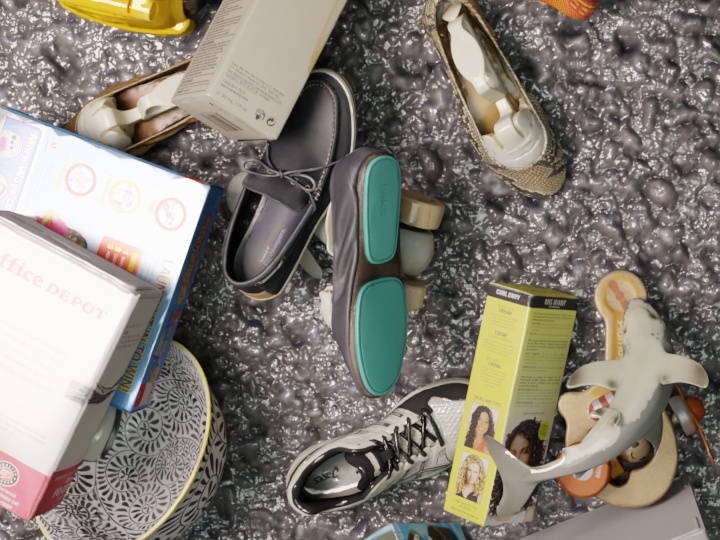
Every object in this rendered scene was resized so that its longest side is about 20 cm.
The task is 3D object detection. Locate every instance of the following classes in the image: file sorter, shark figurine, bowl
[{"bbox_3d":[0.213,0.285,1.344,0.198,0.139,0.125,-23,98,9],"label":"file sorter"},{"bbox_3d":[0.207,0.131,1.283,0.215,0.128,0.090,-46,132,-15],"label":"shark figurine"},{"bbox_3d":[-0.184,0.167,1.381,0.199,0.094,0.202,-18,55,28],"label":"bowl"}]

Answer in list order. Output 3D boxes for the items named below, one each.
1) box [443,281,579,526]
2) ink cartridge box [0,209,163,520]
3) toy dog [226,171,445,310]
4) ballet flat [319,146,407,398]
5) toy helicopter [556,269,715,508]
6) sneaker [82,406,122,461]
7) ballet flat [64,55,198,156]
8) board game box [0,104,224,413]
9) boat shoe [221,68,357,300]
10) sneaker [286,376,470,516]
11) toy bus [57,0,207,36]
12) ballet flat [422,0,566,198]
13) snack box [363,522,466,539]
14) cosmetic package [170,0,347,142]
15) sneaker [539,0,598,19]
[{"bbox_3d":[0.129,0.114,1.352,0.050,0.075,0.202,16,98,41],"label":"box"},{"bbox_3d":[-0.267,0.071,1.258,0.145,0.085,0.201,27,95,7],"label":"ink cartridge box"},{"bbox_3d":[-0.008,-0.043,1.363,0.200,0.096,0.132,41,104,15],"label":"toy dog"},{"bbox_3d":[0.000,0.000,1.280,0.072,0.073,0.202,1,98,7],"label":"ballet flat"},{"bbox_3d":[0.234,0.100,1.350,0.131,0.079,0.202,-2,85,14],"label":"toy helicopter"},{"bbox_3d":[-0.297,0.102,1.375,0.199,0.089,0.077,11,73,38],"label":"sneaker"},{"bbox_3d":[-0.185,-0.138,1.366,0.198,0.072,0.068,-21,89,10],"label":"ballet flat"},{"bbox_3d":[-0.239,-0.010,1.325,0.194,0.056,0.202,21,92,7],"label":"board game box"},{"bbox_3d":[-0.060,-0.069,1.298,0.074,0.062,0.201,27,99,20],"label":"boat shoe"},{"bbox_3d":[0.026,0.162,1.375,0.199,0.088,0.076,-30,92,8],"label":"sneaker"},{"bbox_3d":[-0.194,-0.298,1.287,0.134,0.192,0.202,13,98,7],"label":"toy bus"},{"bbox_3d":[0.109,-0.146,1.327,0.067,0.075,0.201,-28,94,9],"label":"ballet flat"},{"bbox_3d":[0.080,0.311,1.333,0.037,0.116,0.201,-33,66,25],"label":"snack box"},{"bbox_3d":[-0.068,-0.208,1.291,0.071,0.105,0.201,30,82,-22],"label":"cosmetic package"},{"bbox_3d":[0.109,-0.264,1.325,0.199,0.073,0.077,33,122,6],"label":"sneaker"}]
